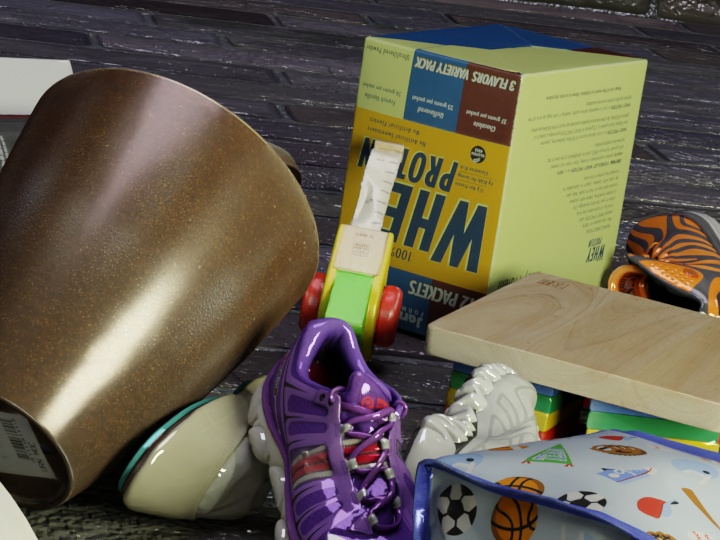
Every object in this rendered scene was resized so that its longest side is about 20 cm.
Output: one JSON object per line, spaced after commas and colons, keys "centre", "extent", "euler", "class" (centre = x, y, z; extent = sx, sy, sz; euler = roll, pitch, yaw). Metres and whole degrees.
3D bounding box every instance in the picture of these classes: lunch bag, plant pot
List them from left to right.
{"centre": [-0.147, 0.025, 1.307], "extent": [0.186, 0.188, 0.200], "euler": [14, 48, 21], "class": "plant pot"}
{"centre": [0.146, 0.152, 1.124], "extent": [0.199, 0.125, 0.170], "euler": [10, 11, 39], "class": "lunch bag"}

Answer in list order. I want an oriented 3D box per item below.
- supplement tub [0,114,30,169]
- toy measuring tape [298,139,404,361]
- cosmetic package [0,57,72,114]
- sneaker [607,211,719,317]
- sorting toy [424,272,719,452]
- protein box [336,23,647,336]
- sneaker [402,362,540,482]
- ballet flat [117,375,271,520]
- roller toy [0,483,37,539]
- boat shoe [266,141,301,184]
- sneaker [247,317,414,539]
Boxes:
{"centre": [-0.279, -0.060, 1.726], "extent": [0.199, 0.108, 0.107], "euler": [-1, 17, -36], "class": "supplement tub"}
{"centre": [0.000, 0.000, 1.645], "extent": [0.073, 0.074, 0.201], "euler": [10, 47, 4], "class": "toy measuring tape"}
{"centre": [-0.320, -0.104, 1.830], "extent": [0.199, 0.082, 0.113], "euler": [0, -27, -30], "class": "cosmetic package"}
{"centre": [0.231, 0.000, 1.850], "extent": [0.111, 0.078, 0.200], "euler": [3, 15, -24], "class": "sneaker"}
{"centre": [0.164, 0.073, 1.545], "extent": [0.198, 0.070, 0.200], "euler": [15, 15, 22], "class": "sorting toy"}
{"centre": [0.094, -0.066, 1.777], "extent": [0.134, 0.201, 0.198], "euler": [17, 16, 30], "class": "protein box"}
{"centre": [0.075, 0.110, 1.371], "extent": [0.081, 0.075, 0.200], "euler": [25, 19, 9], "class": "sneaker"}
{"centre": [-0.068, 0.101, 1.325], "extent": [0.069, 0.070, 0.200], "euler": [12, 14, 15], "class": "ballet flat"}
{"centre": [-0.198, 0.143, 0.814], "extent": [0.139, 0.200, 0.183], "euler": [-11, 55, -50], "class": "roller toy"}
{"centre": [-0.122, -0.062, 1.924], "extent": [0.199, 0.074, 0.066], "euler": [-6, 32, -39], "class": "boat shoe"}
{"centre": [-0.005, 0.101, 1.234], "extent": [0.080, 0.084, 0.200], "euler": [4, 38, -30], "class": "sneaker"}
